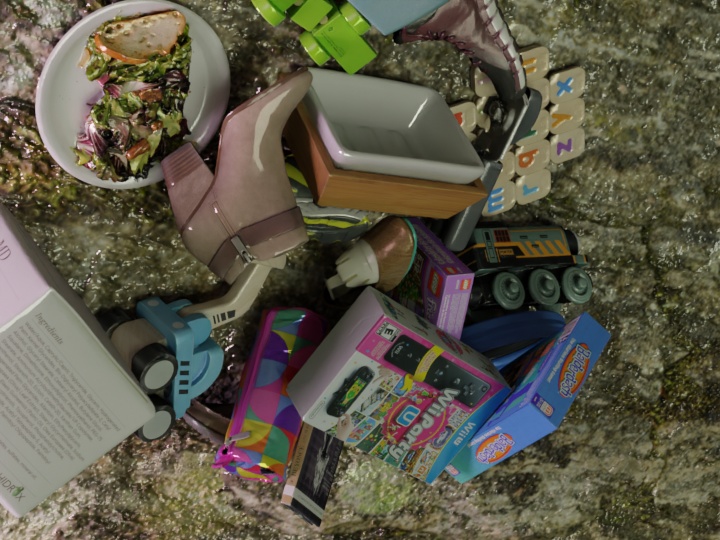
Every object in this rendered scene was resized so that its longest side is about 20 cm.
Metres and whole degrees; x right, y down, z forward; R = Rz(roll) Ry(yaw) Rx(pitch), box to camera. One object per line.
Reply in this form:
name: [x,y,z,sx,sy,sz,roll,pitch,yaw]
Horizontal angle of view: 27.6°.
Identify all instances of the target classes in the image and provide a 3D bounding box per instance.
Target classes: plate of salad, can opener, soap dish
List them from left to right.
plate of salad: [-0.215,-0.165,1.425,0.200,0.048,0.200,-16,126,-23]
soap dish: [0.018,-0.129,1.527,0.200,0.157,0.081,5,133,-34]
can opener: [0.148,-0.115,1.657,0.067,0.053,0.200,9,114,-34]

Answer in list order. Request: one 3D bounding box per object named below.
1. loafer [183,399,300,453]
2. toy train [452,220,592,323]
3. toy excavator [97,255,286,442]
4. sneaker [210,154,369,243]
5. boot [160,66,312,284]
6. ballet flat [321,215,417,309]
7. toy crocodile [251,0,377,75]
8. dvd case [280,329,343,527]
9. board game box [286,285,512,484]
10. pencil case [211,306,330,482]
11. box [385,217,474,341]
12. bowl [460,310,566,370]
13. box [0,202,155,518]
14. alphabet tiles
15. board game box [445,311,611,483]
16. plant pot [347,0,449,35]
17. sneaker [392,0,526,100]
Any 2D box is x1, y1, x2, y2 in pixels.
loafer: [-0.114,0.166,1.691,0.200,0.075,0.070,11,100,-40]
toy train: [0.190,-0.003,1.738,0.200,0.114,0.085,-4,164,-34]
toy excavator: [-0.178,0.062,1.575,0.200,0.100,0.195,-19,130,-37]
sneaker: [-0.089,-0.083,1.546,0.200,0.085,0.074,11,147,-16]
boot: [-0.096,-0.087,1.446,0.200,0.070,0.146,-34,88,11]
ballet flat: [0.000,0.000,1.596,0.072,0.068,0.200,-20,170,-22]
toy crocodile: [-0.051,-0.263,1.459,0.067,0.062,0.200,-39,136,15]
dvd case: [-0.041,0.182,1.667,0.149,0.016,0.200,60,43,-68]
board game box: [0.043,0.127,1.587,0.200,0.064,0.148,30,105,-35]
pencil case: [-0.096,0.136,1.610,0.088,0.088,0.200,36,62,-41]
box: [0.063,0.058,1.678,0.039,0.137,0.200,-5,121,-28]
bowl: [0.160,0.100,1.762,0.200,0.039,0.201,-14,161,-5]
box: [-0.339,0.080,1.404,0.171,0.199,0.200,-37,131,-7]
alphabet tiles: [0.174,-0.160,1.688,0.195,0.015,0.200,-20,128,-20]
board game box: [0.182,0.146,1.652,0.045,0.200,0.152,42,53,-5]
plant pot: [0.055,-0.336,1.410,0.141,0.141,0.200,39,102,-27]
sneaker: [0.095,-0.248,1.554,0.115,0.076,0.200,-30,120,-6]
